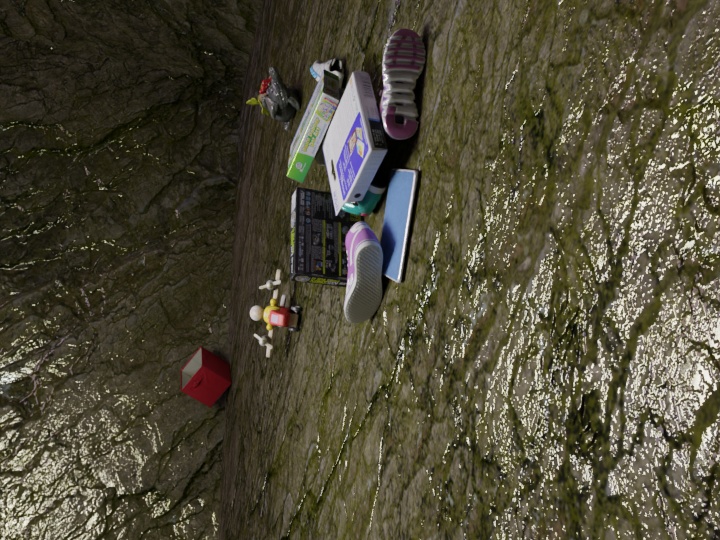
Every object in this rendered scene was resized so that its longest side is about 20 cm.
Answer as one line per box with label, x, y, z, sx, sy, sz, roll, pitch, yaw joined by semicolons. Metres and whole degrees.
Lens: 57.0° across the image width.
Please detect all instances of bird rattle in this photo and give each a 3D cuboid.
bird rattle;-0.399;-0.763;2.788;0.200;0.111;0.166;128;160;-53

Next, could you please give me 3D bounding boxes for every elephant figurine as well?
elephant figurine;-0.274;-0.583;2.259;0.143;0.153;0.200;-59;12;3

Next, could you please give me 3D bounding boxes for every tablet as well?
tablet;0.068;-0.087;1.240;0.130;0.013;0.205;-150;67;-70

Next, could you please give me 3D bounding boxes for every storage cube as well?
storage cube;-0.741;0.509;3.181;0.171;0.179;0.201;-48;27;10

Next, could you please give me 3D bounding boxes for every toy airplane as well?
toy airplane;-0.264;0.127;1.987;0.201;0.138;0.203;116;154;-46

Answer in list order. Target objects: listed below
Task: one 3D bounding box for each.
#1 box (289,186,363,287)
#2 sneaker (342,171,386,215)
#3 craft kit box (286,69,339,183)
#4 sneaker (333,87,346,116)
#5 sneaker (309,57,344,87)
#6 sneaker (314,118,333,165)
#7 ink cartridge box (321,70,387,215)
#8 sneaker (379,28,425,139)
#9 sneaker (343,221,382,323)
box;-0.071;-0.070;1.434;0.044;0.157;0.204;137;136;-60
sneaker;-0.016;-0.184;1.410;0.122;0.082;0.201;-64;37;32
craft kit box;-0.105;-0.325;1.477;0.199;0.048;0.202;-90;25;-61
sneaker;-0.047;-0.334;1.567;0.075;0.080;0.205;-160;78;-72
sneaker;-0.078;-0.534;1.780;0.088;0.074;0.201;-61;32;27
sneaker;-0.040;-0.322;1.478;0.199;0.073;0.083;-33;56;34
ink cartridge box;-0.016;-0.244;1.302;0.201;0.042;0.202;124;141;-50
sneaker;0.069;-0.341;1.234;0.088;0.079;0.205;-171;86;-79
sneaker;0.001;0.000;1.306;0.115;0.071;0.204;-113;29;-50
